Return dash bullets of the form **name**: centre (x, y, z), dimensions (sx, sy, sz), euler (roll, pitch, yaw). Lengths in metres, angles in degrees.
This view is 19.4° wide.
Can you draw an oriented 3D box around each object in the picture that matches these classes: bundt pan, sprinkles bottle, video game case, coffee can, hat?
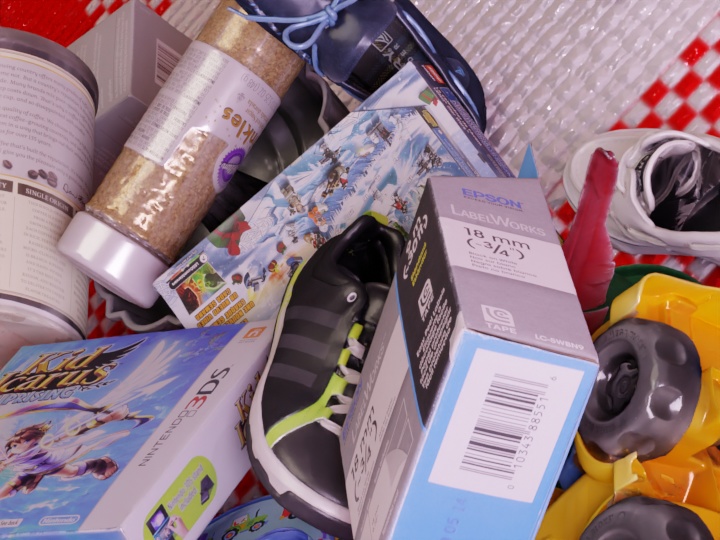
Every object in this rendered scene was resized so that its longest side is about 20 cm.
- **bundt pan**: centre (-0.071, -0.033, 1.305), dimensions (0.201, 0.076, 0.203), euler (-28, 42, 29)
- **sprinkles bottle**: centre (-0.100, -0.077, 1.252), dimensions (0.068, 0.068, 0.201), euler (23, 78, 54)
- **video game case**: centre (-0.148, 0.099, 1.116), dimensions (0.199, 0.046, 0.181), euler (-7, 28, 34)
- **coffee can**: centre (-0.241, -0.032, 1.330), dimensions (0.146, 0.146, 0.201), euler (-24, 55, 34)
- **hat**: centre (0.068, 0.020, 1.012), dimensions (0.200, 0.176, 0.166), euler (-43, 35, 12)

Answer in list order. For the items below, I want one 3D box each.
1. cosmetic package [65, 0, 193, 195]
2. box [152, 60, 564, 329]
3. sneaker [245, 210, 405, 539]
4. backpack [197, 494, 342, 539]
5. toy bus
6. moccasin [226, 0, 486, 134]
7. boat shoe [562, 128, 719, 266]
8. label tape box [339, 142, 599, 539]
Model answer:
- **cosmetic package**: centre (-0.204, -0.091, 1.499), dimensions (0.200, 0.090, 0.107), euler (-33, 41, 30)
- **box**: centre (0.000, 0.000, 1.160), dimensions (0.200, 0.040, 0.137), euler (-39, 81, 18)
- **sneaker**: centre (-0.008, 0.041, 1.048), dimensions (0.083, 0.071, 0.201), euler (-53, 25, 34)
- **backpack**: centre (-0.046, 0.194, 1.036), dimensions (0.182, 0.134, 0.201), euler (-32, 39, 27)
- **toy bus**: centre (0.117, 0.130, 0.912), dimensions (0.192, 0.135, 0.201), euler (-35, 45, 45)
- **moccasin**: centre (0.002, -0.142, 1.204), dimensions (0.081, 0.200, 0.068), euler (-54, 21, 13)
- **boat shoe**: centre (0.160, -0.039, 1.057), dimensions (0.072, 0.066, 0.200), euler (-53, 35, -1)
- **label tape box**: centre (0.040, 0.041, 0.926), dimensions (0.200, 0.063, 0.145), euler (-99, 24, -61)
